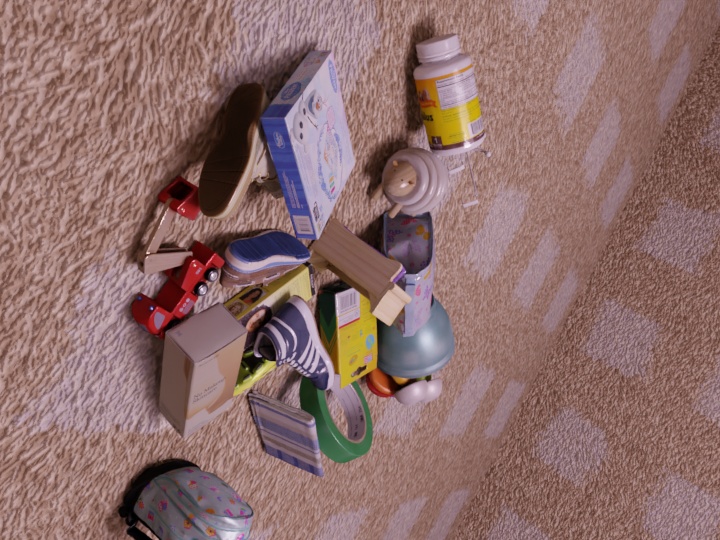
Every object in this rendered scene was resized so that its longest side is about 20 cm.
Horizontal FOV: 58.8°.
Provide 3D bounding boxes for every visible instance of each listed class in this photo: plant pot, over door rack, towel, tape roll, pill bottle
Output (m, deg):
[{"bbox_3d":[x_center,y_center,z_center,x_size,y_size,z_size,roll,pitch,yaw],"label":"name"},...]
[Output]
[{"bbox_3d":[0.107,0.115,1.399,0.200,0.199,0.136,-38,137,-33],"label":"plant pot"},{"bbox_3d":[0.229,-0.255,1.335,0.148,0.066,0.203,49,41,-57],"label":"over door rack"},{"bbox_3d":[-0.140,0.319,1.241,0.024,0.145,0.202,-53,151,-39],"label":"towel"},{"bbox_3d":[-0.047,0.288,1.311,0.048,0.203,0.200,-27,157,22],"label":"tape roll"},{"bbox_3d":[0.161,-0.324,1.181,0.109,0.108,0.203,-35,120,-36],"label":"pill bottle"}]

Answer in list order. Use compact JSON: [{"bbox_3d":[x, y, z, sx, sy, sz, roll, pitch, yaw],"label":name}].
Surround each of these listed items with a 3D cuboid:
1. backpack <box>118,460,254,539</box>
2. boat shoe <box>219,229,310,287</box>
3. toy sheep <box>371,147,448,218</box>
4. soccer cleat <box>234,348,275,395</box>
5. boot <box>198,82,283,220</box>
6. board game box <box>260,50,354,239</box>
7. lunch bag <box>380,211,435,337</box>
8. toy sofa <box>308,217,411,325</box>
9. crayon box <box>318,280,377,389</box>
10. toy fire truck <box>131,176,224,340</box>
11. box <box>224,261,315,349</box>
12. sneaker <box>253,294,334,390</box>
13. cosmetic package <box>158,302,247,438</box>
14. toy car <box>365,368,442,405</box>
[{"bbox_3d":[-0.274,0.405,1.054,0.166,0.199,0.128,10,106,-57],"label":"backpack"},{"bbox_3d":[-0.158,-0.015,1.032,0.073,0.072,0.199,-53,159,24],"label":"boat shoe"},{"bbox_3d":[0.104,-0.171,1.236,0.199,0.137,0.140,-18,129,-59],"label":"toy sheep"},{"bbox_3d":[-0.169,0.162,1.148,0.200,0.064,0.084,-44,145,-28],"label":"soccer cleat"},{"bbox_3d":[-0.148,-0.137,0.906,0.155,0.071,0.203,52,47,-60],"label":"boot"},{"bbox_3d":[-0.070,-0.188,0.952,0.200,0.043,0.202,-66,153,-44],"label":"board game box"},{"bbox_3d":[0.090,0.005,1.289,0.202,0.125,0.171,-88,176,-46],"label":"lunch bag"},{"bbox_3d":[0.000,0.000,1.142,0.098,0.199,0.083,-53,148,-2],"label":"toy sofa"},{"bbox_3d":[-0.023,0.122,1.300,0.126,0.050,0.204,-20,113,-48],"label":"crayon box"},{"bbox_3d":[-0.262,-0.012,0.890,0.201,0.048,0.141,-55,148,-9],"label":"toy fire truck"},{"bbox_3d":[-0.163,0.058,1.091,0.200,0.050,0.076,-40,143,-33],"label":"box"},{"bbox_3d":[-0.115,0.152,1.101,0.108,0.069,0.202,-42,129,-35],"label":"sneaker"},{"bbox_3d":[-0.243,0.155,0.977,0.105,0.071,0.202,-33,154,-40],"label":"cosmetic package"},{"bbox_3d":[0.091,0.246,1.535,0.149,0.177,0.199,-34,158,24],"label":"toy car"}]
